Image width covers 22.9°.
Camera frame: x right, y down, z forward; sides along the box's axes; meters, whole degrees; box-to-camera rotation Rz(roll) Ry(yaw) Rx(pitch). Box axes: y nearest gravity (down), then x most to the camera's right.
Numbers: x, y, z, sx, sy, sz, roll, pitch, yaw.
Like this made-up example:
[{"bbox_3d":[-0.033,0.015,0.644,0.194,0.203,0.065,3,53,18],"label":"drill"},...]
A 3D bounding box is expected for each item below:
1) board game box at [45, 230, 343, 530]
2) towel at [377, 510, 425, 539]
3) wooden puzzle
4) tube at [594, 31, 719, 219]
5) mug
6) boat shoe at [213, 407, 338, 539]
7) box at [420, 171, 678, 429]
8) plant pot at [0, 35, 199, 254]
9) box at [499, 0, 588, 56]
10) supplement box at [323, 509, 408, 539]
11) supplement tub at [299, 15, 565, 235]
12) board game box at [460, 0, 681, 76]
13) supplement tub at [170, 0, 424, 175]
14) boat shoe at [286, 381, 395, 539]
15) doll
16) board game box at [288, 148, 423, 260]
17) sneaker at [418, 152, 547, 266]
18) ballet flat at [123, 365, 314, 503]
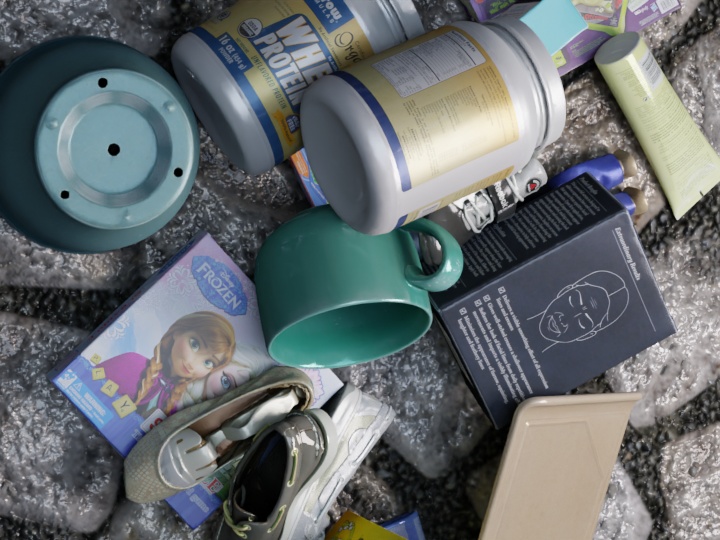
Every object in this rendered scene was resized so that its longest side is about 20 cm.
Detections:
[{"bbox_3d":[-0.153,0.102,1.660,0.200,0.041,0.200,-44,106,-9],"label":"board game box"},{"bbox_3d":[0.019,0.352,1.743,0.146,0.024,0.201,-18,99,-15],"label":"towel"},{"bbox_3d":[0.182,0.204,1.719,0.185,0.037,0.201,2,112,-47],"label":"wooden puzzle"},{"bbox_3d":[0.298,-0.146,1.768,0.058,0.052,0.200,-21,123,27],"label":"tube"},{"bbox_3d":[-0.005,0.005,1.617,0.184,0.152,0.115,-11,66,-4],"label":"mug"},{"bbox_3d":[-0.092,0.206,1.616,0.060,0.072,0.202,-5,135,-46],"label":"boat shoe"},{"bbox_3d":[0.173,0.027,1.684,0.200,0.107,0.149,-28,117,-1],"label":"box"},{"bbox_3d":[-0.228,-0.108,1.545,0.199,0.188,0.201,-1,95,-16],"label":"plant pot"},{"bbox_3d":[0.114,-0.186,1.670,0.200,0.082,0.049,-40,104,-6],"label":"box"},{"bbox_3d":[0.021,0.307,1.624,0.109,0.200,0.110,44,78,-15],"label":"supplement box"},{"bbox_3d":[0.063,-0.130,1.540,0.200,0.144,0.145,-25,101,-21],"label":"supplement tub"},{"bbox_3d":[0.206,-0.266,1.745,0.200,0.032,0.120,-30,105,-12],"label":"board game box"},{"bbox_3d":[-0.055,-0.194,1.611,0.200,0.145,0.145,-34,103,-11],"label":"supplement tub"},{"bbox_3d":[-0.035,0.207,1.690,0.065,0.074,0.203,27,80,-13],"label":"boat shoe"},{"bbox_3d":[0.184,-0.045,1.746,0.199,0.048,0.137,-22,105,-14],"label":"doll"},{"bbox_3d":[0.009,-0.059,1.708,0.103,0.019,0.201,-28,102,-15],"label":"board game box"},{"bbox_3d":[0.124,-0.084,1.667,0.200,0.088,0.074,-59,146,-26],"label":"sneaker"},{"bbox_3d":[-0.130,0.148,1.617,0.200,0.062,0.068,-33,105,-11],"label":"ballet flat"}]
